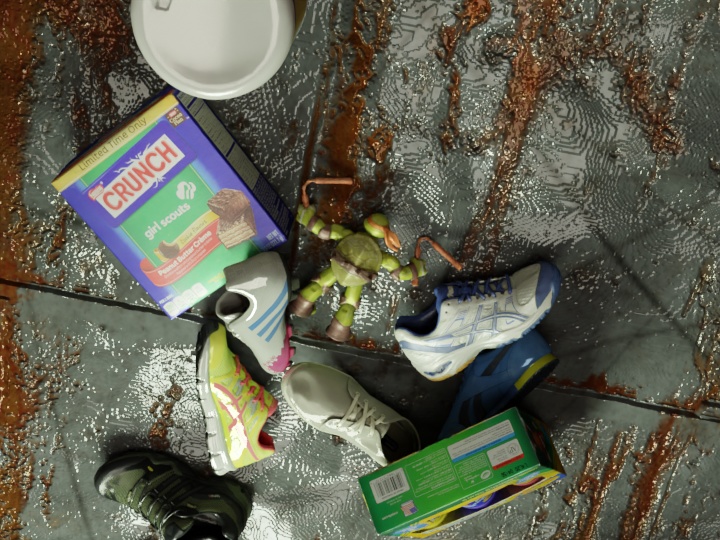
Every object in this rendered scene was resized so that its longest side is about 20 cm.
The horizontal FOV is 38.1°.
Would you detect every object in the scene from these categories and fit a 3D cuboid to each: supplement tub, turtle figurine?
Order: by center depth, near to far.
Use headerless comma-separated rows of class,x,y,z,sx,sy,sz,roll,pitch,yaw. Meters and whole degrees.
supplement tub,-0.125,-0.253,0.977,0.145,0.200,0.146,1,114,2
turtle figurine,0.000,0.000,1.156,0.199,0.064,0.162,27,112,-9

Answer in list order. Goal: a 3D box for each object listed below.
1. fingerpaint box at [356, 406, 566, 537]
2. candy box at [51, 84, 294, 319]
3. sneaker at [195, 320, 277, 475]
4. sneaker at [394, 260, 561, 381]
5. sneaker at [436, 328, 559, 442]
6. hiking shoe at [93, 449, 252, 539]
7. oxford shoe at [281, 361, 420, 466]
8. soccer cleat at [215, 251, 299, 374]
fingerpaint box,0.122,0.239,1.198,0.199,0.167,0.074,-26,68,12
candy box,-0.198,-0.076,1.124,0.169,0.077,0.200,-33,108,14
sneaker,-0.145,0.145,1.227,0.090,0.078,0.201,-8,119,-3
sneaker,0.128,0.043,1.160,0.200,0.075,0.088,-36,113,16
sneaker,0.146,0.137,1.220,0.079,0.066,0.200,50,122,20
hiking shoe,-0.232,0.285,1.270,0.199,0.101,0.076,15,113,-4
oxford shoe,-0.004,0.170,1.220,0.200,0.058,0.075,37,73,-18
soccer cleat,-0.118,0.050,1.147,0.086,0.070,0.200,-12,144,-15
